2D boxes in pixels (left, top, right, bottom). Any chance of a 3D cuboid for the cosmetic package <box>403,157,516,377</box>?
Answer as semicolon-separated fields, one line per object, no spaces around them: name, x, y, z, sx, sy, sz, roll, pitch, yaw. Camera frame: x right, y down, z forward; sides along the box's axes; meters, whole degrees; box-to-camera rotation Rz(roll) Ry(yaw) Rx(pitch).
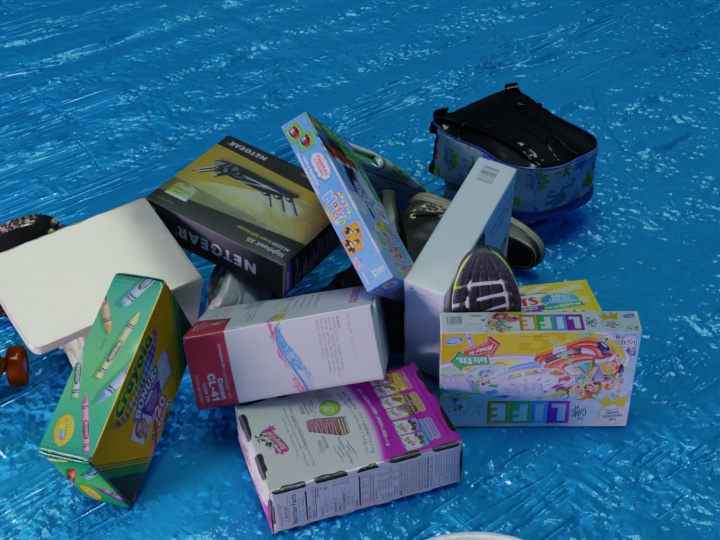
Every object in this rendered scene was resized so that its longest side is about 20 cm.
cosmetic package;0.111;-0.004;1.229;0.052;0.151;0.200;22;55;16

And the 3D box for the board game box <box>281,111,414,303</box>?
board game box;-0.003;-0.063;1.192;0.037;0.151;0.200;-30;76;12

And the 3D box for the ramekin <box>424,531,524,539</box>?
ramekin;0.094;0.316;0.878;0.200;0.098;0.201;-1;34;1

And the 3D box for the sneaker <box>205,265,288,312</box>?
sneaker;-0.132;0.023;1.346;0.099;0.078;0.200;30;18;-13

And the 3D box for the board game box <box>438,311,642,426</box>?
board game box;0.181;0.104;1.145;0.200;0.135;0.034;-1;38;2

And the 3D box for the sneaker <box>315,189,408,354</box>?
sneaker;0.000;0.000;1.298;0.114;0.076;0.200;-1;76;11

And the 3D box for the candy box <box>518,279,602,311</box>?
candy box;0.185;0.057;1.308;0.200;0.026;0.102;-6;34;-5

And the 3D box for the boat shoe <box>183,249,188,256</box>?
boat shoe;-0.260;-0.028;1.427;0.057;0.069;0.200;-15;31;14

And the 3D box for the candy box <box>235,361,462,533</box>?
candy box;-0.013;0.175;1.117;0.200;0.061;0.136;-11;35;-14

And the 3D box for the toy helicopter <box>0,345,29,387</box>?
toy helicopter;-0.416;0.060;1.181;0.079;0.200;0.132;-5;18;-5

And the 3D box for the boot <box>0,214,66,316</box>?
boot;-0.382;-0.008;1.381;0.200;0.073;0.151;-6;34;0

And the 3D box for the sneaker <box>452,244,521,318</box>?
sneaker;0.137;0.040;1.176;0.074;0.200;0.081;-7;46;7

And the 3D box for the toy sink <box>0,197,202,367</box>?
toy sink;-0.296;0.031;1.223;0.200;0.112;0.130;-26;64;-28

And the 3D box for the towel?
towel;0.013;-0.133;1.481;0.152;0.200;0.023;22;86;30

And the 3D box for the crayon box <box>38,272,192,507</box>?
crayon box;-0.236;0.118;1.101;0.058;0.119;0.200;9;60;16

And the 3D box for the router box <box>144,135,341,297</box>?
router box;-0.125;-0.068;1.291;0.200;0.052;0.157;25;46;21

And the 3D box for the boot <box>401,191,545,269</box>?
boot;0.113;-0.020;1.383;0.200;0.073;0.151;24;46;24

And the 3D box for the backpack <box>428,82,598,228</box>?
backpack;0.212;-0.140;1.484;0.183;0.147;0.200;-24;40;-32

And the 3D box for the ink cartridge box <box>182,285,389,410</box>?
ink cartridge box;-0.074;0.077;1.176;0.200;0.086;0.148;-8;8;5
